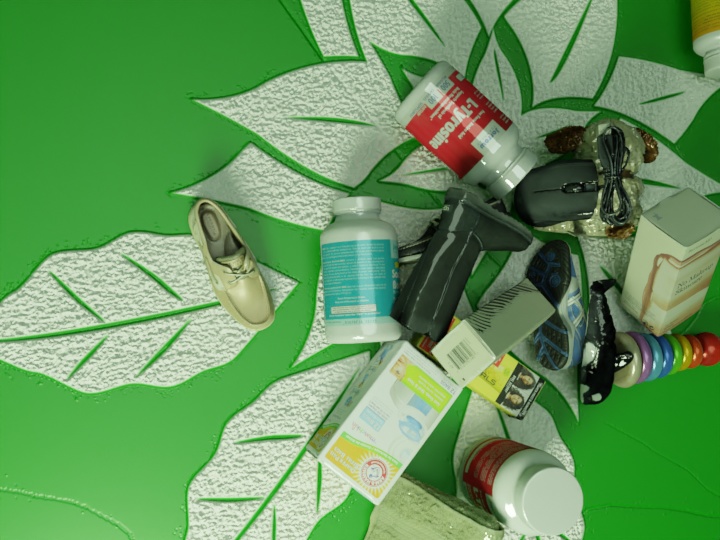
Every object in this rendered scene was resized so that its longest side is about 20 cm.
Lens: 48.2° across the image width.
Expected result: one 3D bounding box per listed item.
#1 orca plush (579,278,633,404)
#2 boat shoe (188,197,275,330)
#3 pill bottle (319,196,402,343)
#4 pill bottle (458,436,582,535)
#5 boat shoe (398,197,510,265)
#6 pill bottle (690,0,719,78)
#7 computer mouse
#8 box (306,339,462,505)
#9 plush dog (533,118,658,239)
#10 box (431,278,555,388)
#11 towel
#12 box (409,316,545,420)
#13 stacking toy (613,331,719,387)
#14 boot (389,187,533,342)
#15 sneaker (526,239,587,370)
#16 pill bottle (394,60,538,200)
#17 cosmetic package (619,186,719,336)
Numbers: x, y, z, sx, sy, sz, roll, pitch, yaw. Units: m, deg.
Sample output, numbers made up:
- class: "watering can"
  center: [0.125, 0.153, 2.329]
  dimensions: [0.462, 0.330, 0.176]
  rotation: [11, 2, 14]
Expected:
- class: "orca plush"
  center: [0.374, 0.113, 1.205]
  dimensions: [0.071, 0.105, 0.201]
  rotation: [7, 98, 21]
- class: "boat shoe"
  center: [-0.178, -0.007, 1.112]
  dimensions: [0.072, 0.065, 0.201]
  rotation: [-26, 93, -14]
- class: "pill bottle"
  center: [0.000, 0.000, 1.131]
  dimensions: [0.110, 0.111, 0.201]
  rotation: [-3, 88, -14]
- class: "pill bottle"
  center: [0.220, 0.298, 1.111]
  dimensions: [0.112, 0.200, 0.113]
  rotation: [1, 86, -13]
- class: "boat shoe"
  center: [0.134, -0.059, 1.187]
  dimensions: [0.199, 0.074, 0.061]
  rotation: [-19, 91, -17]
- class: "pill bottle"
  center: [0.594, -0.420, 1.303]
  dimensions: [0.109, 0.109, 0.201]
  rotation: [0, 86, -13]
- class: "computer mouse"
  center: [0.281, -0.117, 1.128]
  dimensions: [0.053, 0.200, 0.139]
  rotation: [4, 80, -35]
- class: "box"
  center: [0.031, 0.209, 1.129]
  dimensions: [0.112, 0.101, 0.200]
  rotation: [40, 78, -7]
- class: "plush dog"
  center: [0.359, -0.138, 1.193]
  dimensions: [0.199, 0.160, 0.172]
  rotation: [2, 97, -12]
- class: "box"
  center: [0.190, 0.084, 1.131]
  dimensions: [0.068, 0.082, 0.200]
  rotation: [50, 37, 12]
- class: "towel"
  center: [0.093, 0.369, 1.095]
  dimensions: [0.036, 0.200, 0.149]
  rotation: [9, 97, -52]
- class: "box"
  center: [0.172, 0.137, 1.195]
  dimensions: [0.200, 0.050, 0.075]
  rotation: [36, 80, -8]
- class: "stacking toy"
  center: [0.483, 0.129, 1.258]
  dimensions: [0.199, 0.085, 0.086]
  rotation: [-5, 87, -18]
- class: "boot"
  center: [0.144, 0.009, 1.119]
  dimensions: [0.165, 0.066, 0.201]
  rotation: [26, 82, -29]
- class: "sneaker"
  center: [0.303, 0.053, 1.231]
  dimensions: [0.077, 0.076, 0.201]
  rotation: [11, 78, -43]
- class: "pill bottle"
  center: [0.156, -0.199, 1.173]
  dimensions: [0.200, 0.112, 0.112]
  rotation: [42, 78, -2]
- class: "cosmetic package"
  center: [0.463, -0.010, 1.193]
  dimensions: [0.103, 0.200, 0.087]
  rotation: [-29, 51, -17]
